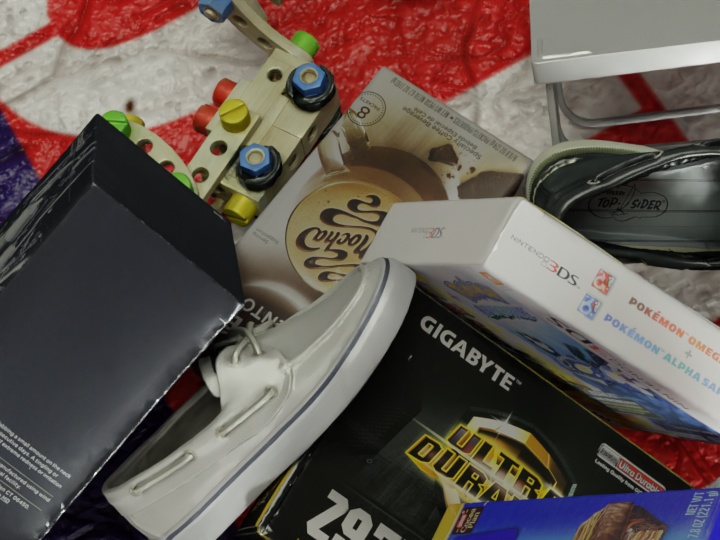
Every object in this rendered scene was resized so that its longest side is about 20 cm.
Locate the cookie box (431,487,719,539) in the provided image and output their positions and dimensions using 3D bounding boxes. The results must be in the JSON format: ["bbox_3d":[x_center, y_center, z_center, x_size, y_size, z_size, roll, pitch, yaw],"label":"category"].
[{"bbox_3d":[0.094,0.194,1.230,0.200,0.075,0.171,-11,45,51],"label":"cookie box"}]

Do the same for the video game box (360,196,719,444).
[{"bbox_3d":[0.110,0.027,1.346,0.182,0.200,0.047,35,80,-14],"label":"video game box"}]

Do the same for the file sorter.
[{"bbox_3d":[0.168,-0.104,1.431,0.138,0.125,0.200,-6,26,6],"label":"file sorter"}]

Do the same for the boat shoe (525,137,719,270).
[{"bbox_3d":[0.185,-0.032,1.317,0.199,0.075,0.066,5,22,-1],"label":"boat shoe"}]

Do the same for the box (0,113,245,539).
[{"bbox_3d":[-0.161,0.030,1.390,0.104,0.200,0.182,40,96,-13],"label":"box"}]

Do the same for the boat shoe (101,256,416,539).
[{"bbox_3d":[-0.055,0.061,1.342,0.066,0.072,0.200,39,108,-17],"label":"boat shoe"}]

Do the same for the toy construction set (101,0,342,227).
[{"bbox_3d":[-0.090,-0.096,1.541,0.131,0.092,0.200,25,82,19],"label":"toy construction set"}]

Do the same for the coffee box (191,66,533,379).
[{"bbox_3d":[0.000,0.000,1.479,0.113,0.080,0.200,33,74,20],"label":"coffee box"}]

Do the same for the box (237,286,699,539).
[{"bbox_3d":[0.058,0.128,1.376,0.200,0.049,0.160,36,74,-11],"label":"box"}]

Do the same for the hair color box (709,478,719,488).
[{"bbox_3d":[0.190,0.214,1.305,0.064,0.111,0.200,10,74,-2],"label":"hair color box"}]
